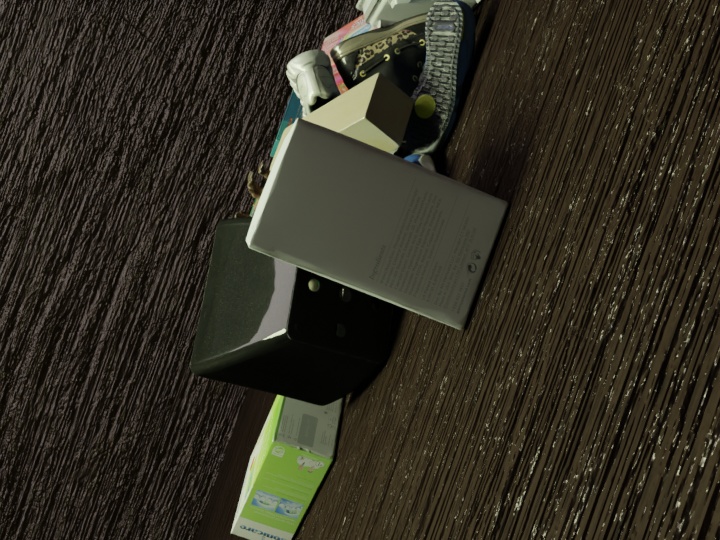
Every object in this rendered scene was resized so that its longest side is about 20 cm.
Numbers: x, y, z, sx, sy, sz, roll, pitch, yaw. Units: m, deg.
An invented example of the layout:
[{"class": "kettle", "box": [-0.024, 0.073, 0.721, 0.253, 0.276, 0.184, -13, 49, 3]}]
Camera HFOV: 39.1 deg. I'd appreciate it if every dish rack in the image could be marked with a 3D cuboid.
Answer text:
[{"class": "dish rack", "box": [0.089, -0.366, 1.380, 0.200, 0.171, 0.044, 169, 96, -82]}]

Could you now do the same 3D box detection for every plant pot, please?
[{"class": "plant pot", "box": [-0.064, 0.042, 1.215, 0.177, 0.199, 0.201, -15, 61, 57]}]

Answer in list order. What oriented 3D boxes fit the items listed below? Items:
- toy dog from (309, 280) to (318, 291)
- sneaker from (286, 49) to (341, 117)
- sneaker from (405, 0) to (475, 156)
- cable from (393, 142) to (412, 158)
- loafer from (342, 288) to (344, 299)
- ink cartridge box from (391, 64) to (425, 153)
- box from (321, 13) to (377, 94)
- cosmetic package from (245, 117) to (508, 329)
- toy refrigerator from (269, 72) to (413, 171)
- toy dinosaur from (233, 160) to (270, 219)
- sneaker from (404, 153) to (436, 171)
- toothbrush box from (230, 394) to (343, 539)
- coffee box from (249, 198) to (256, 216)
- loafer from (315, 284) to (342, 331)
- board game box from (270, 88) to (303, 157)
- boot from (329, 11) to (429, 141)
[{"class": "toy dog", "box": [-0.106, 0.085, 1.562, 0.194, 0.139, 0.201, -107, 4, -48]}, {"class": "sneaker", "box": [-0.043, -0.213, 1.402, 0.081, 0.075, 0.200, 67, -173, 31]}, {"class": "sneaker", "box": [0.110, -0.238, 1.282, 0.078, 0.066, 0.201, -1, -76, -60]}, {"class": "cable", "box": [0.066, -0.092, 1.332, 0.097, 0.050, 0.201, -21, 60, 58]}, {"class": "loafer", "box": [0.000, 0.000, 1.394, 0.072, 0.063, 0.201, 123, 165, -61]}, {"class": "ink cartridge box", "box": [0.054, -0.233, 1.519, 0.200, 0.084, 0.147, 122, 165, -61]}, {"class": "box", "box": [0.033, -0.345, 1.594, 0.200, 0.103, 0.095, -21, 42, 40]}, {"class": "cosmetic package", "box": [0.005, -0.044, 0.945, 0.199, 0.199, 0.123, -159, 89, -82]}, {"class": "toy refrigerator", "box": [-0.025, -0.169, 1.302, 0.200, 0.070, 0.076, -21, 43, 46]}, {"class": "toy dinosaur", "box": [-0.086, -0.076, 1.331, 0.200, 0.135, 0.086, -29, 43, 61]}, {"class": "sneaker", "box": [0.029, -0.103, 1.202, 0.200, 0.111, 0.077, -105, 27, -69]}, {"class": "toothbrush box", "box": [-0.097, 0.254, 1.370, 0.146, 0.086, 0.200, -80, 10, -53]}, {"class": "coffee box", "box": [-0.095, -0.041, 1.671, 0.044, 0.199, 0.123, -139, 71, -79]}, {"class": "loafer", "box": [-0.027, 0.068, 1.446, 0.071, 0.073, 0.200, -50, 22, 37]}, {"class": "board game box", "box": [-0.031, -0.220, 1.657, 0.047, 0.199, 0.151, 120, 167, -54]}, {"class": "boot", "box": [0.073, -0.259, 1.369, 0.073, 0.199, 0.151, 148, 104, -83]}]
